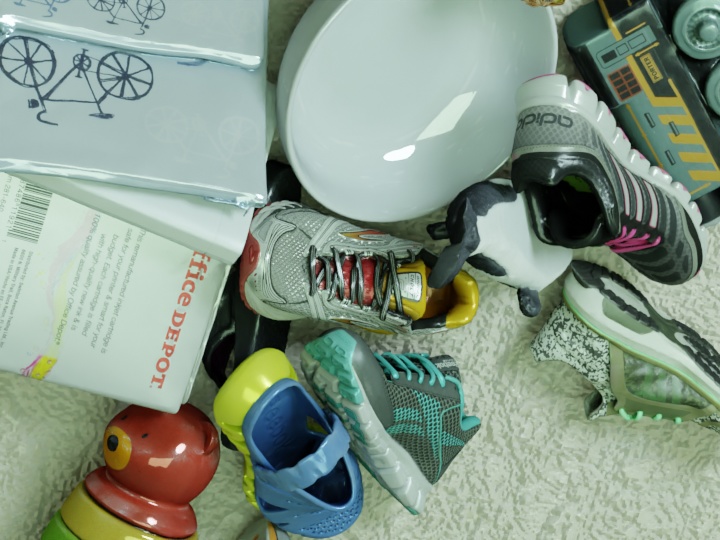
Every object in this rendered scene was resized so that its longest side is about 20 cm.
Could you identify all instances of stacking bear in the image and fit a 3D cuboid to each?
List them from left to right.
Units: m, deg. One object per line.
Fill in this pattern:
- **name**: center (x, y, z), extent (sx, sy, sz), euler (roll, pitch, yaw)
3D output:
- **stacking bear**: center (-0.160, 0.177, 1.692), extent (0.113, 0.121, 0.201), euler (17, 104, -38)

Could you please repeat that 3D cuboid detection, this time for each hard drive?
- **hard drive**: center (-0.154, -0.098, 1.587), extent (0.199, 0.133, 0.027), euler (23, 147, -14)

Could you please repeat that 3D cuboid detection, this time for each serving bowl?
- **serving bowl**: center (0.027, -0.132, 1.639), extent (0.199, 0.066, 0.201), euler (-18, 132, -21)

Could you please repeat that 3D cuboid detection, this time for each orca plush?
- **orca plush**: center (0.076, -0.015, 1.666), extent (0.071, 0.200, 0.106), euler (-6, 101, 23)

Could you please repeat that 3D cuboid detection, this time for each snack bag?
- **snack bag**: center (-0.145, -0.140, 1.569), extent (0.187, 0.021, 0.202), euler (8, 68, -18)

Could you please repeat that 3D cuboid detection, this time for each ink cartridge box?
- **ink cartridge box**: center (-0.193, -0.008, 1.631), extent (0.199, 0.084, 0.146), euler (15, 103, -18)

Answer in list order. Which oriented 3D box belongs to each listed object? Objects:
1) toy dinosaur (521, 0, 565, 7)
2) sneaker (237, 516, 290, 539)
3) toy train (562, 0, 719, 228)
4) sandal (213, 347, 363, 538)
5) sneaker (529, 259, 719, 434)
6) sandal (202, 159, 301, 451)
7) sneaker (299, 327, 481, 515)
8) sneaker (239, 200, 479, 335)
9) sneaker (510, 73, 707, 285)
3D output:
- **toy dinosaur**: center (0.143, -0.262, 1.602), extent (0.101, 0.201, 0.136), euler (1, 143, 9)
- **sneaker**: center (-0.051, 0.267, 1.728), extent (0.077, 0.201, 0.078), euler (10, 150, -32)
- **toy train**: center (0.220, -0.119, 1.703), extent (0.113, 0.085, 0.201), euler (-27, 117, 11)
- **sandal**: center (-0.035, 0.135, 1.685), extent (0.079, 0.087, 0.200), euler (-44, 150, -8)
- **sneaker**: center (0.198, 0.077, 1.776), extent (0.200, 0.077, 0.089), euler (38, 110, -17)
- **sandal**: center (-0.077, 0.021, 1.688), extent (0.048, 0.075, 0.202), euler (15, 109, 20)
- **sneaker**: center (0.025, 0.082, 1.704), extent (0.091, 0.078, 0.200), euler (-43, 147, -9)
- **sneaker**: center (0.000, 0.000, 1.644), extent (0.199, 0.082, 0.079), euler (9, 88, -46)
- **sneaker**: center (0.159, -0.039, 1.669), extent (0.200, 0.073, 0.088), euler (45, 52, -37)
